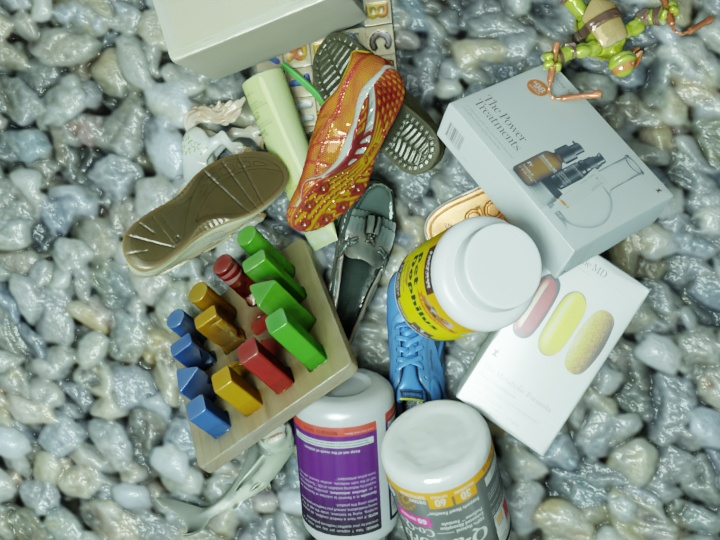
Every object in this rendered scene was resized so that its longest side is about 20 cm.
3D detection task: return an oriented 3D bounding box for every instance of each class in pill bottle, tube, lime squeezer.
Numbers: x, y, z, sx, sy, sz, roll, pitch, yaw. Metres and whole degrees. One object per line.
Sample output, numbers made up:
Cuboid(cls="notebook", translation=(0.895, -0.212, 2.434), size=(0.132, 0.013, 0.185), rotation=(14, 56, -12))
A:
Cuboid(cls="pill bottle", translation=(-0.014, 0.217, 1.050), size=(0.110, 0.113, 0.204), rotation=(0, 108, 9))
Cuboid(cls="pill bottle", translation=(0.096, 0.244, 1.007), size=(0.114, 0.117, 0.203), rotation=(-12, 124, 9))
Cuboid(cls="tube", translation=(-0.075, -0.122, 1.075), size=(0.051, 0.058, 0.204), rotation=(-20, 92, 17))
Cuboid(cls="lime squeezer", translation=(-0.030, -0.148, 1.085), size=(0.070, 0.037, 0.204), rotation=(-17, 91, 42))
Cuboid(cls="pill bottle", translation=(0.107, 0.010, 0.965), size=(0.107, 0.200, 0.112), rotation=(2, 81, -13))

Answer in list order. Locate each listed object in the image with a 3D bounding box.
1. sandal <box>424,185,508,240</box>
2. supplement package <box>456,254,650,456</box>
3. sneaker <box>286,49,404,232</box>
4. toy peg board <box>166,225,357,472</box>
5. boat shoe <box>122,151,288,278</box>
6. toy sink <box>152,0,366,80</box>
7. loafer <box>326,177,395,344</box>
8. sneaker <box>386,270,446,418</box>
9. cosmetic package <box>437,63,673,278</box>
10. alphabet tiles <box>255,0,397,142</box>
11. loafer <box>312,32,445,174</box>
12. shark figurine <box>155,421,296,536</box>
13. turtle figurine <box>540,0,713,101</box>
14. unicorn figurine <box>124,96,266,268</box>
Cuboid(cls="sandal", translation=(0.163, -0.073, 1.046), size=(0.204, 0.059, 0.080), rotation=(-28, 89, 10))
Cuboid(cls="supplement package", translation=(0.200, 0.071, 1.022), size=(0.113, 0.109, 0.202), rotation=(32, 97, 6))
Cuboid(cls="sneaker", translation=(-0.022, -0.132, 1.014), size=(0.077, 0.072, 0.202), rotation=(43, 108, 43))
Cuboid(cls="toy peg board", translation=(-0.131, 0.066, 1.026), size=(0.197, 0.098, 0.202), rotation=(-34, 45, 9))
Cuboid(cls="boat shoe", translation=(-0.165, -0.058, 1.034), size=(0.199, 0.065, 0.073), rotation=(-36, 81, -18))
Cuboid(cls="toy sink", translation=(-0.109, -0.301, 1.036), size=(0.196, 0.130, 0.114), rotation=(-18, 89, 12))
Cuboid(cls="loafer", translation=(0.000, 0.000, 1.067), size=(0.070, 0.063, 0.204), rotation=(15, 98, -17))
Cuboid(cls="sneaker", translation=(0.061, 0.099, 1.063), size=(0.064, 0.078, 0.205), rotation=(-4, 91, 11))
Cuboid(cls="cosmetic package", translation=(0.195, -0.108, 0.977), size=(0.149, 0.052, 0.201), rotation=(-25, 66, -30))
Cuboid(cls="alphabet tiles", translation=(-0.039, -0.236, 1.097), size=(0.163, 0.008, 0.205), rotation=(-6, 91, 9))
Cuboid(cls="loafer", translation=(0.021, -0.178, 1.056), size=(0.076, 0.067, 0.201), rotation=(-44, 70, 18))
Cuboid(cls="shark figurine", translation=(-0.134, 0.216, 1.113), size=(0.215, 0.127, 0.090), rotation=(-49, 59, 25))
Cuboid(cls="turtle figurine", translation=(0.259, -0.271, 1.020), size=(0.197, 0.064, 0.164), rotation=(-25, 84, -4))
Cuboid(cls="unicorn figurine", translation=(-0.178, -0.092, 1.101), size=(0.134, 0.074, 0.205), rotation=(3, 79, 15))
